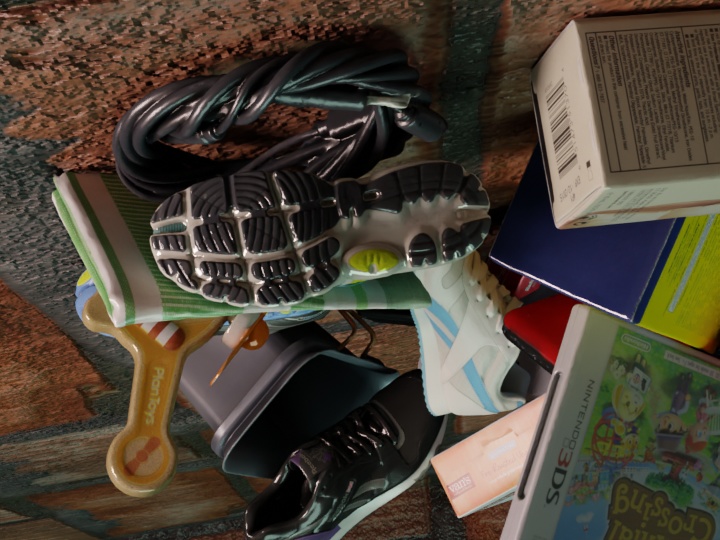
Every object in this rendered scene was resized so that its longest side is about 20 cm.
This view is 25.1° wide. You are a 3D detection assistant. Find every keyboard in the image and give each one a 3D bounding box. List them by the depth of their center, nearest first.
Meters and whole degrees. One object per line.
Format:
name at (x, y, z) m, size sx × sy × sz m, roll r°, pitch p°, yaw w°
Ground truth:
keyboard at (0.104, 0.047, 1.478) m, size 0.199 × 0.021 × 0.127 m, roll 6°, pitch 175°, yaw 14°

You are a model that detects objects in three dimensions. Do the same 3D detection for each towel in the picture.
towel at (-0.076, -0.015, 0.990) m, size 0.199 × 0.153 × 0.023 m, roll -1°, pitch 123°, yaw -27°

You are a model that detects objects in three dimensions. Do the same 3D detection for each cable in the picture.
cable at (-0.057, -0.074, 0.915) m, size 0.199 × 0.051 × 0.163 m, roll -13°, pitch 168°, yaw 21°

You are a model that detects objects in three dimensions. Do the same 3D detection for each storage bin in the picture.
storage bin at (-0.073, 0.070, 1.305) m, size 0.146 × 0.134 × 0.200 m, roll -50°, pitch 158°, yaw 7°

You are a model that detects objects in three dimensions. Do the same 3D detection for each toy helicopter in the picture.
toy helicopter at (-0.121, 0.052, 1.068) m, size 0.132 × 0.201 × 0.079 m, roll 11°, pitch 162°, yaw -11°

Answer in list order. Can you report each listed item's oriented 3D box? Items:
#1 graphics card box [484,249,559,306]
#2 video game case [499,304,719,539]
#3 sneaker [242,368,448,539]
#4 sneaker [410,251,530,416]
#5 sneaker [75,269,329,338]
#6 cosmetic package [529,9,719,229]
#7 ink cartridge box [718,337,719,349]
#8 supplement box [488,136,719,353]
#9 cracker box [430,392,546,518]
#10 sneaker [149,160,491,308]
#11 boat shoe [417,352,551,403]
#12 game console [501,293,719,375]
graphics card box at (0.193, 0.003, 1.299) m, size 0.199 × 0.051 × 0.126 m, roll -2°, pitch 135°, yaw -29°
video game case at (0.198, 0.139, 1.108) m, size 0.199 × 0.183 × 0.022 m, roll 21°, pitch 174°, yaw -30°
sneaker at (-0.011, 0.156, 1.292) m, size 0.200 × 0.076 × 0.088 m, roll -47°, pitch 151°, yaw 0°
sneaker at (0.082, 0.026, 1.216) m, size 0.080 × 0.077 × 0.201 m, roll -1°, pitch 131°, yaw 14°
sneaker at (-0.114, 0.024, 1.184) m, size 0.198 × 0.071 × 0.083 m, roll -3°, pitch 158°, yaw 9°
cosmetic package at (0.209, -0.090, 0.931) m, size 0.199 × 0.104 × 0.087 m, roll -4°, pitch 167°, yaw -13°
ink cartridge box at (0.343, -0.019, 1.092) m, size 0.146 × 0.083 × 0.201 m, roll -7°, pitch 123°, yaw -23°
supplement box at (0.187, -0.023, 1.084) m, size 0.109 × 0.110 × 0.200 m, roll 25°, pitch -177°, yaw 28°
cracker box at (0.167, 0.139, 1.342) m, size 0.134 × 0.058 × 0.200 m, roll -34°, pitch 164°, yaw 31°
sneaker at (-0.023, -0.017, 0.938) m, size 0.199 × 0.078 × 0.080 m, roll -4°, pitch 174°, yaw -13°
boat shoe at (0.137, 0.091, 1.456) m, size 0.070 × 0.071 × 0.199 m, roll 14°, pitch 165°, yaw -39°
game console at (0.220, 0.095, 1.201) m, size 0.199 × 0.172 × 0.119 m, roll -16°, pitch 129°, yaw -33°
